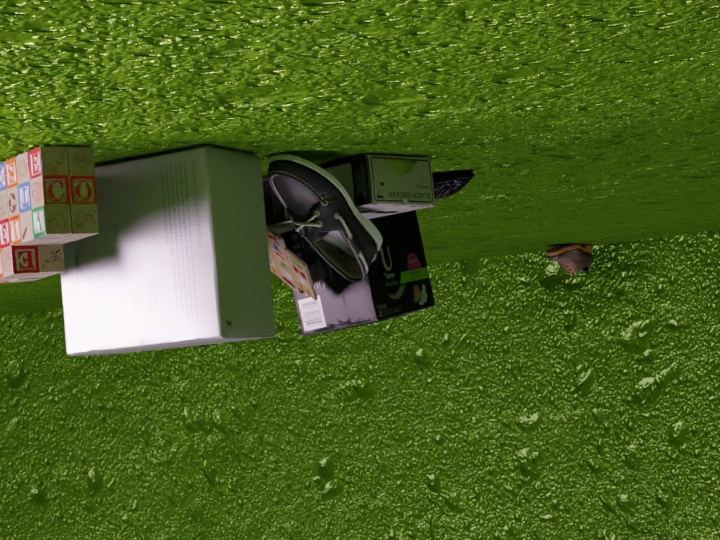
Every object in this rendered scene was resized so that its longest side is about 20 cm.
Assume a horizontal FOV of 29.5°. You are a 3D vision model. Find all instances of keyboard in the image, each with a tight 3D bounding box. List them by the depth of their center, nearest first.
[{"bbox_3d":[0.099,-0.103,1.897,0.103,0.040,0.200,-6,176,-2],"label":"keyboard"}]

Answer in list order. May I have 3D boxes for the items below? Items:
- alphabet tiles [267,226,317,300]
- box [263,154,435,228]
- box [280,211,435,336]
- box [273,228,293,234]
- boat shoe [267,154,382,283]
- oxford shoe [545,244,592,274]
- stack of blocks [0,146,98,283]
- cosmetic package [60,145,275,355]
[{"bbox_3d":[-0.125,-0.033,1.752,0.166,0.006,0.200,38,167,16],"label":"alphabet tiles"},{"bbox_3d":[-0.019,-0.094,1.668,0.116,0.061,0.199,-1,175,-44],"label":"box"},{"bbox_3d":[0.000,0.000,1.902,0.124,0.150,0.200,-12,180,27],"label":"box"},{"bbox_3d":[-0.155,-0.057,1.995,0.199,0.069,0.082,-6,177,7],"label":"box"},{"bbox_3d":[-0.042,-0.058,1.559,0.075,0.061,0.200,-6,145,41],"label":"boat shoe"},{"bbox_3d":[0.544,-0.028,3.518,0.071,0.073,0.199,-8,176,39],"label":"oxford shoe"},{"bbox_3d":[-0.338,-0.053,1.396,0.058,0.116,0.199,-3,175,-37],"label":"stack of blocks"},{"bbox_3d":[-0.210,-0.017,1.475,0.199,0.201,0.123,-7,176,27],"label":"cosmetic package"}]
